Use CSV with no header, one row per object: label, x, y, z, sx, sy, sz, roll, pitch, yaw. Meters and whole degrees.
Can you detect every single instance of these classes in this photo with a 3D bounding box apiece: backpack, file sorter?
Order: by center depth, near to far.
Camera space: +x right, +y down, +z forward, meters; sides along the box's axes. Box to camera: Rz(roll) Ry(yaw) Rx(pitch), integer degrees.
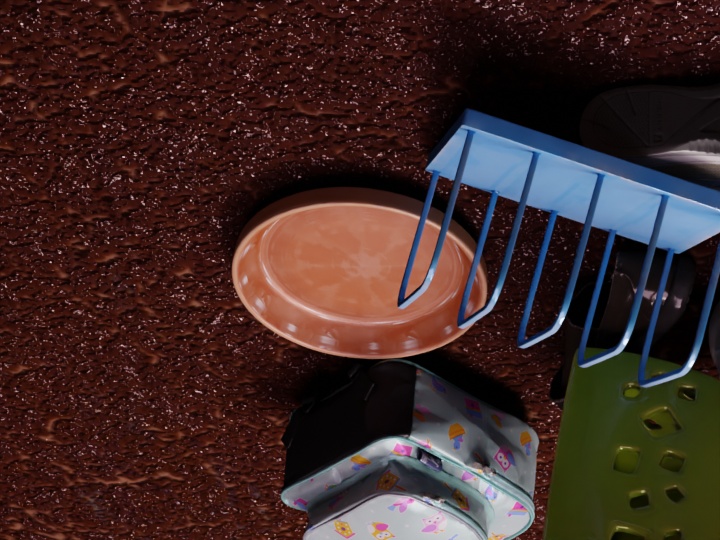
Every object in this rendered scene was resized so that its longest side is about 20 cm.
file sorter,0.137,-0.010,1.227,0.199,0.123,0.139,18,168,-5
backpack,0.052,0.179,1.521,0.199,0.154,0.176,20,142,-32

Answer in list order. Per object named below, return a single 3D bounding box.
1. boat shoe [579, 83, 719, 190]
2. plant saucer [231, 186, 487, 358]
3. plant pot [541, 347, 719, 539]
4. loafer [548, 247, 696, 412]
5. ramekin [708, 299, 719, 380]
boat shoe,0.251,-0.085,1.208,0.201,0.075,0.065,-1,154,15
plant saucer,0.000,0.000,1.390,0.199,0.032,0.201,5,144,3
plant pot,0.246,0.193,1.328,0.180,0.200,0.201,1,142,17
loafer,0.189,0.042,1.392,0.071,0.073,0.200,24,136,-5
ramekin,0.370,0.081,1.382,0.201,0.095,0.203,5,143,3
